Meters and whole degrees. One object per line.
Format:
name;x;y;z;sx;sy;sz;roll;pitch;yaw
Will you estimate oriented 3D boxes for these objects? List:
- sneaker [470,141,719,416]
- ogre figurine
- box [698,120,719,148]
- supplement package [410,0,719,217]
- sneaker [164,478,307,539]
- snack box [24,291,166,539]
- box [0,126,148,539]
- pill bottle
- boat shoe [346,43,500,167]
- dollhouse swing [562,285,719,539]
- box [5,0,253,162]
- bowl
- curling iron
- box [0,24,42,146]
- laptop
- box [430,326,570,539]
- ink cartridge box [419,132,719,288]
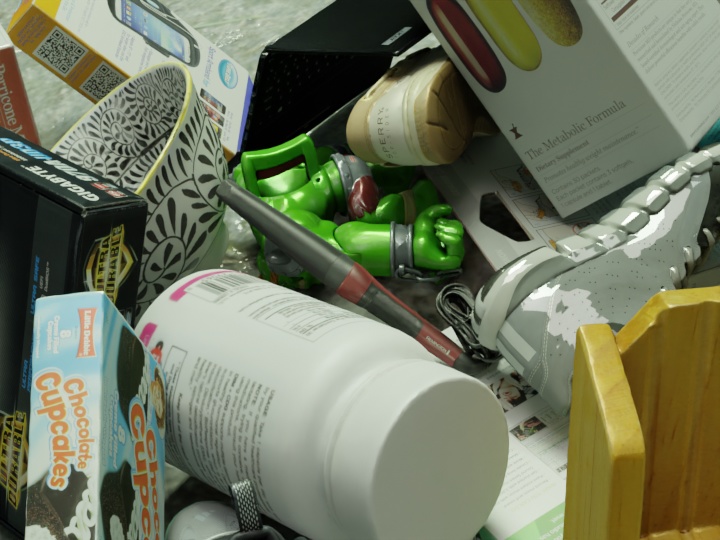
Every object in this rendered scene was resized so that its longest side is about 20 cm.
sneaker;0.167;0.018;0.880;0.199;0.075;0.116;-31;61;-15
ogre figurine;-0.016;-0.042;1.033;0.119;0.099;0.201;-7;44;-13
box;0.267;-0.064;1.009;0.082;0.049;0.200;22;22;-33
supplement package;0.124;-0.156;0.969;0.113;0.201;0.109;-30;10;48
sneaker;-0.052;0.143;0.762;0.077;0.141;0.200;-22;39;-16
snack box;-0.121;0.125;0.754;0.037;0.116;0.202;-5;67;6
box;-0.192;0.031;0.891;0.158;0.202;0.046;26;26;37
pill bottle;-0.026;0.075;0.843;0.113;0.114;0.199;-34;33;-30
boat shoe;0.044;-0.111;1.033;0.069;0.074;0.200;-5;12;21
dollhouse swing;0.207;0.125;0.708;0.198;0.183;0.176;-4;28;-7
box;-0.153;-0.147;1.161;0.041;0.200;0.120;-39;26;27
bowl;-0.144;-0.023;1.010;0.200;0.094;0.201;-37;28;23
curling iron;0.000;0.000;0.936;0.199;0.026;0.050;28;59;17
box;-0.322;-0.079;1.097;0.199;0.153;0.106;-21;38;-15
laptop;0.019;-0.142;1.106;0.103;0.201;0.177;38;52;17
box;0.098;0.094;0.884;0.144;0.037;0.200;-27;39;-22
ink cartridge box;0.146;-0.032;1.022;0.175;0.045;0.200;-15;36;-12
